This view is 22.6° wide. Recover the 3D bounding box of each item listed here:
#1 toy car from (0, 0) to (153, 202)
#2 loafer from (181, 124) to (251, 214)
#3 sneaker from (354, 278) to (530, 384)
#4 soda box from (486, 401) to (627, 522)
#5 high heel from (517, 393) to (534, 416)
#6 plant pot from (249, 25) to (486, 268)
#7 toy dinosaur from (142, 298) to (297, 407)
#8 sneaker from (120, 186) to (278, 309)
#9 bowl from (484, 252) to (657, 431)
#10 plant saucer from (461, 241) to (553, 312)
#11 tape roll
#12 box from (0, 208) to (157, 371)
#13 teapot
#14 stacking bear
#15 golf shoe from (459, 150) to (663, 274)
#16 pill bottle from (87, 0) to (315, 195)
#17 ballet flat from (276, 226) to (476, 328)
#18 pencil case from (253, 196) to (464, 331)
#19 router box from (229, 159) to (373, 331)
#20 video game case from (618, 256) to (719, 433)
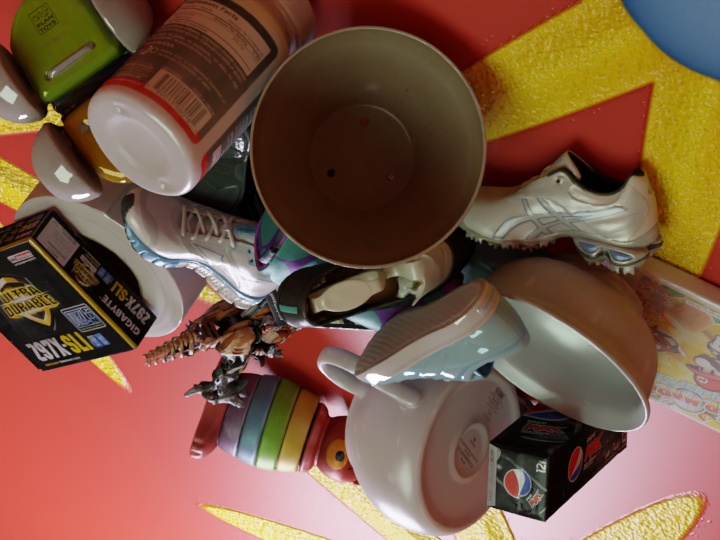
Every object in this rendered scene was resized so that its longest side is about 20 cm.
[{"bbox_3d":[-0.247,-0.175,1.696,0.201,0.174,0.150,55,-173,-5],"label":"toy car"},{"bbox_3d":[-0.133,-0.112,1.690,0.071,0.063,0.200,18,150,-9],"label":"loafer"},{"bbox_3d":[0.071,0.076,1.584,0.082,0.074,0.199,43,146,-15],"label":"sneaker"},{"bbox_3d":[0.191,0.164,1.708,0.063,0.200,0.071,11,111,27],"label":"soda box"},{"bbox_3d":[0.092,0.153,1.901,0.199,0.072,0.143,-16,128,48],"label":"high heel"},{"bbox_3d":[0.004,-0.101,1.561,0.199,0.201,0.134,33,178,-1],"label":"plant pot"},{"bbox_3d":[-0.139,0.064,1.873,0.198,0.103,0.136,7,144,-27],"label":"toy dinosaur"},{"bbox_3d":[-0.138,-0.034,1.704,0.086,0.076,0.199,-23,145,37],"label":"sneaker"},{"bbox_3d":[0.190,0.049,1.611,0.200,0.091,0.201,31,159,13],"label":"bowl"},{"bbox_3d":[0.117,0.025,1.743,0.199,0.036,0.201,23,146,16],"label":"plant saucer"},{"bbox_3d":[-0.235,-0.049,1.844,0.201,0.140,0.204,22,146,16],"label":"tape roll"},{"bbox_3d":[-0.321,0.025,1.842,0.199,0.050,0.160,-13,127,49],"label":"box"},{"bbox_3d":[0.051,0.154,1.759,0.145,0.197,0.202,16,113,38],"label":"teapot"},{"bbox_3d":[-0.078,0.182,2.045,0.198,0.123,0.114,19,-178,2],"label":"stacking bear"},{"bbox_3d":[0.168,-0.066,1.570,0.198,0.078,0.098,9,122,24],"label":"golf shoe"},{"bbox_3d":[-0.131,-0.169,1.540,0.113,0.200,0.114,26,147,19],"label":"pill bottle"},{"bbox_3d":[0.023,0.008,1.586,0.068,0.198,0.069,22,133,70],"label":"ballet flat"},{"bbox_3d":[0.000,0.000,1.660,0.199,0.086,0.092,26,138,-17],"label":"pencil case"},{"bbox_3d":[-0.049,-0.037,1.757,0.148,0.051,0.201,2,125,38],"label":"router box"},{"bbox_3d":[0.310,0.076,1.659,0.199,0.023,0.183,25,146,11],"label":"video game case"}]
